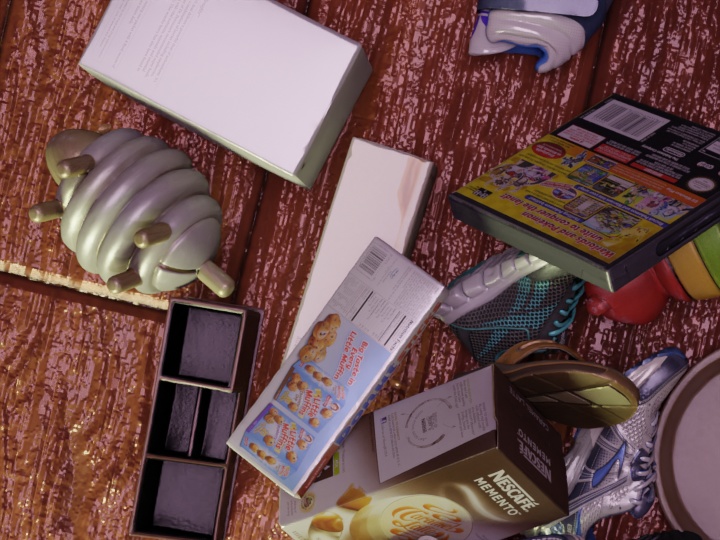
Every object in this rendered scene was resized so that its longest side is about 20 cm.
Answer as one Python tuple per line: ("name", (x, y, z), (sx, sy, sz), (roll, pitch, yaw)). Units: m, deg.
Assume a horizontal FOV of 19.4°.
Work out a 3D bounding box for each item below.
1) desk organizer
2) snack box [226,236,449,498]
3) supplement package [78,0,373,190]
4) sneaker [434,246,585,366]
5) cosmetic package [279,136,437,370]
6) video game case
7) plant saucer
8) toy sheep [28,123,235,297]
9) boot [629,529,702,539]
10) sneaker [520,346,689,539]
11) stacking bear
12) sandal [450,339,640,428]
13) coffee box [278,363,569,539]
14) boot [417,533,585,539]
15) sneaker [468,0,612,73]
("desk organizer", (-0.135, 0.124, 1.725), (0.071, 0.077, 0.201), (9, 88, 6))
("snack box", (-0.017, 0.075, 1.633), (0.072, 0.024, 0.200), (36, 90, 18))
("supplement package", (-0.107, -0.166, 1.716), (0.199, 0.120, 0.122), (28, 89, 6))
("sneaker", (0.148, 0.020, 1.678), (0.200, 0.078, 0.091), (-28, 98, 45))
("cosmetic package", (0.000, 0.000, 1.706), (0.071, 0.105, 0.201), (18, 90, 5))
("video game case", (0.196, -0.064, 1.627), (0.180, 0.200, 0.026), (-31, 123, -22))
("plant saucer", (0.336, 0.153, 1.702), (0.199, 0.029, 0.201), (0, 88, 6))
("toy sheep", (-0.181, -0.043, 1.711), (0.138, 0.138, 0.200), (-46, 77, 2))
("boot", (0.214, 0.304, 1.646), (0.198, 0.073, 0.163), (-26, 108, 21))
("sneaker", (0.210, 0.151, 1.684), (0.085, 0.077, 0.200), (39, 108, 12))
("stacking bear", (0.270, -0.022, 1.679), (0.199, 0.122, 0.114), (-26, 129, 16))
("sandal", (0.142, 0.084, 1.659), (0.080, 0.200, 0.054), (36, 68, -25))
("coffee box", (0.049, 0.165, 1.648), (0.199, 0.114, 0.080), (-24, 45, 25))
("boot", (0.076, 0.240, 1.624), (0.199, 0.073, 0.090), (-30, 119, 15))
("sneaker", (0.111, -0.252, 1.718), (0.200, 0.081, 0.147), (35, 87, 1))
